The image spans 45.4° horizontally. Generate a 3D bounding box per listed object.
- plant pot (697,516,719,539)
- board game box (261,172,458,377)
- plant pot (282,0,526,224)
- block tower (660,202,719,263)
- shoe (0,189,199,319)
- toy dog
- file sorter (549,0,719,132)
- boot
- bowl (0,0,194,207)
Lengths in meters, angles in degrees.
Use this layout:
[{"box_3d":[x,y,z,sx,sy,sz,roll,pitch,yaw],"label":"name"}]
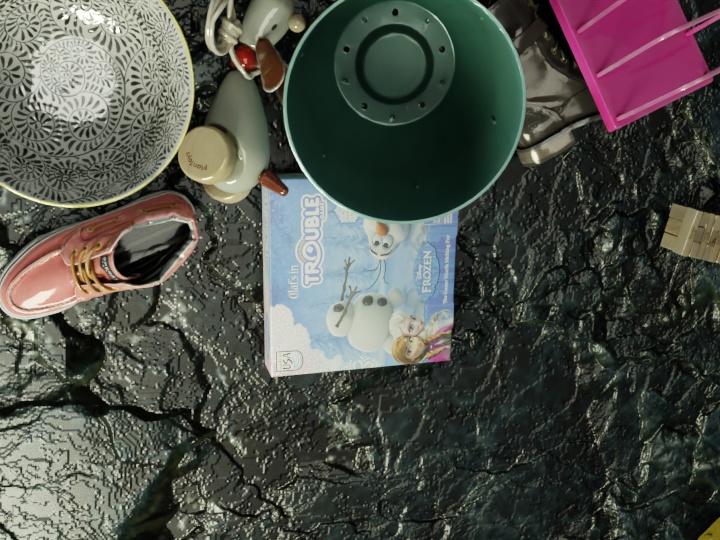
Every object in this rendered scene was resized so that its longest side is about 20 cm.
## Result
[{"box_3d":[0.548,0.380,1.078,0.200,0.200,0.177,-44,100,-2],"label":"plant pot"},{"box_3d":[0.000,0.000,0.880,0.196,0.043,0.203,-4,105,-15],"label":"board game box"},{"box_3d":[0.035,-0.165,0.769,0.198,0.161,0.203,0,115,-1],"label":"plant pot"},{"box_3d":[0.443,-0.031,1.001,0.198,0.058,0.055,11,101,-21],"label":"block tower"},{"box_3d":[-0.238,-0.009,0.779,0.198,0.091,0.072,-27,110,-8],"label":"shoe"},{"box_3d":[-0.088,-0.147,0.779,0.095,0.132,0.202,19,109,9],"label":"toy dog"},{"box_3d":[0.277,-0.263,0.808,0.138,0.125,0.202,-26,92,-20],"label":"file sorter"},{"box_3d":[0.192,-0.222,0.868,0.199,0.069,0.175,-37,108,-7],"label":"boot"},{"box_3d":[-0.245,-0.161,0.735,0.198,0.094,0.204,-4,105,-15],"label":"bowl"}]
